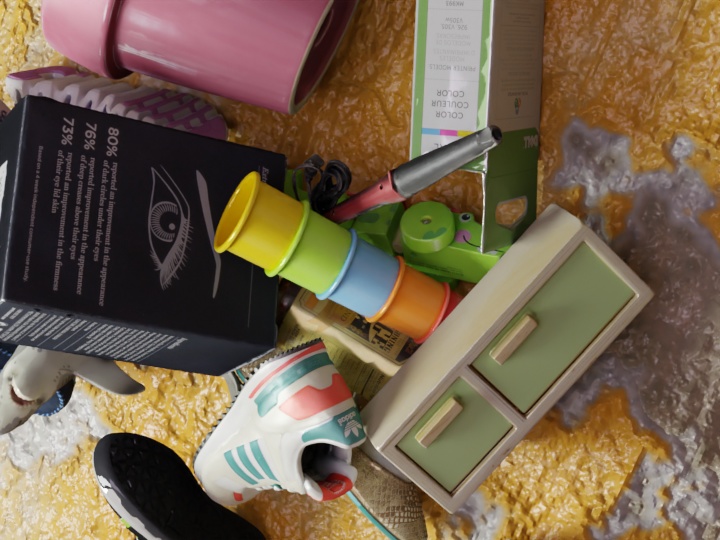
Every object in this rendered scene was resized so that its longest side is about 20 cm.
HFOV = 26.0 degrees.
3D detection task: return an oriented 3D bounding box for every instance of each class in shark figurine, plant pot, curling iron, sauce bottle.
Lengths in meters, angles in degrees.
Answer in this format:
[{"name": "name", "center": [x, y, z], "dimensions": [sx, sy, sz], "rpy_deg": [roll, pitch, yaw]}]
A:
[{"name": "shark figurine", "center": [-0.181, 0.062, 1.161], "dimensions": [0.089, 0.213, 0.129], "rpy_deg": [-31, 62, 55]}, {"name": "plant pot", "center": [-0.099, -0.205, 1.092], "dimensions": [0.178, 0.200, 0.201], "rpy_deg": [27, 108, 3]}, {"name": "curling iron", "center": [0.019, -0.064, 1.023], "dimensions": [0.199, 0.026, 0.050], "rpy_deg": [-12, 110, 51]}, {"name": "sauce bottle", "center": [0.025, 0.067, 1.120], "dimensions": [0.199, 0.066, 0.066], "rpy_deg": [29, 108, 5]}]

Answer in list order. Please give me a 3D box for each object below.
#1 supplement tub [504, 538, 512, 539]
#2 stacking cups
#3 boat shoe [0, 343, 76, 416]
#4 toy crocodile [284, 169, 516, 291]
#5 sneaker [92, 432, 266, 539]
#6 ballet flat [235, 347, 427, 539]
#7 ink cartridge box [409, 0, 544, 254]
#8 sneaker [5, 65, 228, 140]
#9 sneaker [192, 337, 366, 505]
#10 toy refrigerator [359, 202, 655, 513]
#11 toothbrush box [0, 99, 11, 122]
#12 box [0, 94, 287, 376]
[{"name": "supplement tub", "center": [0.104, 0.303, 1.076], "dimensions": [0.144, 0.144, 0.201], "rpy_deg": [-34, 82, 25]}, {"name": "stacking cups", "center": [0.000, 0.000, 1.069], "dimensions": [0.199, 0.061, 0.061], "rpy_deg": [25, 111, -19]}, {"name": "boat shoe", "center": [-0.309, 0.062, 1.163], "dimensions": [0.199, 0.069, 0.084], "rpy_deg": [29, 127, -18]}, {"name": "toy crocodile", "center": [0.021, -0.028, 1.123], "dimensions": [0.199, 0.062, 0.068], "rpy_deg": [10, 142, 23]}, {"name": "sneaker", "center": [-0.150, 0.200, 1.176], "dimensions": [0.082, 0.072, 0.200], "rpy_deg": [-20, 129, 27]}, {"name": "ballet flat", "center": [-0.010, 0.115, 1.151], "dimensions": [0.200, 0.070, 0.065], "rpy_deg": [45, 102, 11]}, {"name": "ink cartridge box", "center": [0.080, -0.119, 1.055], "dimensions": [0.059, 0.104, 0.202], "rpy_deg": [5, 99, 25]}, {"name": "sneaker", "center": [-0.189, -0.098, 1.205], "dimensions": [0.199, 0.080, 0.089], "rpy_deg": [16, 110, 28]}, {"name": "sneaker", "center": [-0.054, 0.134, 1.093], "dimensions": [0.094, 0.070, 0.200], "rpy_deg": [54, 141, 18]}, {"name": "toy refrigerator", "center": [0.096, 0.059, 1.041], "dimensions": [0.076, 0.070, 0.200], "rpy_deg": [42, 92, -20]}, {"name": "toothbrush box", "center": [-0.278, -0.016, 1.196], "dimensions": [0.145, 0.086, 0.200], "rpy_deg": [-28, 121, 26]}, {"name": "box", "center": [-0.161, -0.018, 1.085], "dimensions": [0.104, 0.199, 0.149], "rpy_deg": [-28, 54, 57]}]
